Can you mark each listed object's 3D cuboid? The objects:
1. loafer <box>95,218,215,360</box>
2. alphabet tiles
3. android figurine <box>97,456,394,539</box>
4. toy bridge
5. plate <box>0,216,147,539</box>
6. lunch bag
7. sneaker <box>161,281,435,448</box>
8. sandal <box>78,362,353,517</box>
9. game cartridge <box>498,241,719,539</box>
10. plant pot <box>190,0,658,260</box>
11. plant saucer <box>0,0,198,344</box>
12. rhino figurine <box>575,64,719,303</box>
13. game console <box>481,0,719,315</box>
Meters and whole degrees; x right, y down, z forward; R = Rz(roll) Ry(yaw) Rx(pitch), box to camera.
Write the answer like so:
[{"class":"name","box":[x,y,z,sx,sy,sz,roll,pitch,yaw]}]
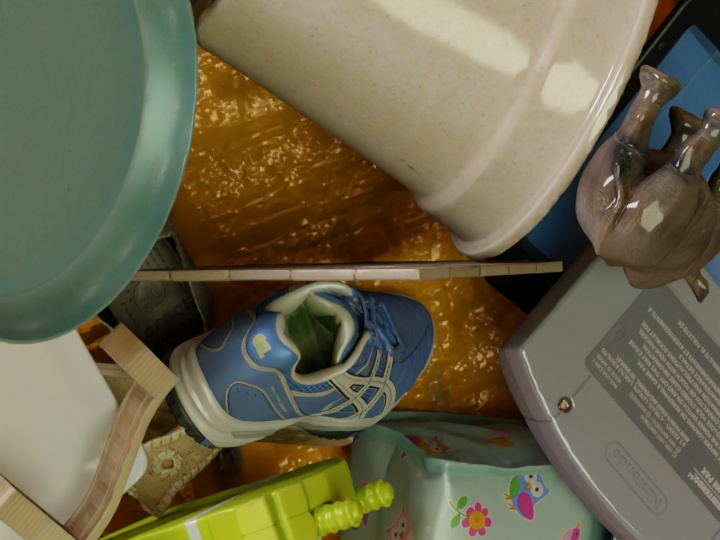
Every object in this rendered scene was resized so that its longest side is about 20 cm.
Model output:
[{"class":"loafer","box":[-0.132,-0.025,1.060,0.076,0.067,0.200,-43,119,-5]},{"class":"alphabet tiles","box":[0.000,0.000,1.044,0.199,0.166,0.008,-2,91,-62]},{"class":"android figurine","box":[-0.080,0.141,1.078,0.198,0.182,0.041,-18,89,20]},{"class":"toy bridge","box":[-0.159,0.121,1.002,0.200,0.027,0.067,-50,137,-8]},{"class":"plate","box":[-0.214,0.085,0.975,0.200,0.032,0.201,-39,132,-18]},{"class":"lunch bag","box":[0.089,0.173,1.185,0.198,0.122,0.172,5,100,-32]},{"class":"sneaker","box":[-0.013,0.044,1.081,0.077,0.199,0.076,-34,80,34]},{"class":"sandal","box":[-0.094,0.095,1.095,0.210,0.077,0.070,10,74,-32]},{"class":"game cartridge","box":[0.167,0.078,1.124,0.133,0.040,0.200,-48,108,-21]},{"class":"plant pot","box":[0.022,-0.135,1.026,0.182,0.201,0.202,25,98,-15]},{"class":"plant saucer","box":[-0.140,-0.069,0.922,0.200,0.027,0.202,-33,131,-50]},{"class":"rhino figurine","box":[0.154,-0.031,1.023,0.088,0.060,0.200,-60,158,1]},{"class":"game console","box":[0.196,-0.019,1.154,0.176,0.116,0.200,40,93,13]}]
